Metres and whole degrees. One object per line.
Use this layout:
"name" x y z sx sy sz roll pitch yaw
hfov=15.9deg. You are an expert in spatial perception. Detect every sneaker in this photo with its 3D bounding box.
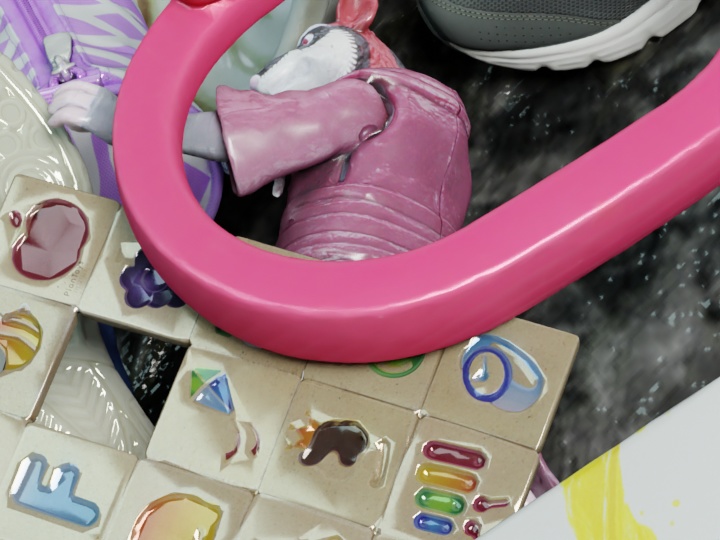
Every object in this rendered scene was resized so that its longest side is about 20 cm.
"sneaker" 0.095 -0.129 0.772 0.200 0.085 0.075 -23 49 25
"sneaker" -0.112 0.030 0.786 0.077 0.200 0.111 -28 2 -27

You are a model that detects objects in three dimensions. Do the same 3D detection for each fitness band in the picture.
"fitness band" 0.026 -0.058 0.697 0.200 0.037 0.144 -32 64 -10

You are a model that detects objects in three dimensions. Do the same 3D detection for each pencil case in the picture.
"pencil case" -0.111 -0.073 0.883 0.084 0.086 0.200 -30 37 -4

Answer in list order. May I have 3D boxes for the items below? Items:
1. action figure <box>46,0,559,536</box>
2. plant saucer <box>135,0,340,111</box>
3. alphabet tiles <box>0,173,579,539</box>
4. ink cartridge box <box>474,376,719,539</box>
"action figure" 0.000 0.000 0.732 0.149 0.134 0.200 -12 61 35
"plant saucer" -0.027 -0.135 0.867 0.200 0.050 0.200 -178 90 -66
"alphabet tiles" -0.054 0.083 0.662 0.167 0.008 0.200 16 71 16
"ink cartridge box" 0.112 0.090 0.575 0.200 0.145 0.083 -36 46 16
